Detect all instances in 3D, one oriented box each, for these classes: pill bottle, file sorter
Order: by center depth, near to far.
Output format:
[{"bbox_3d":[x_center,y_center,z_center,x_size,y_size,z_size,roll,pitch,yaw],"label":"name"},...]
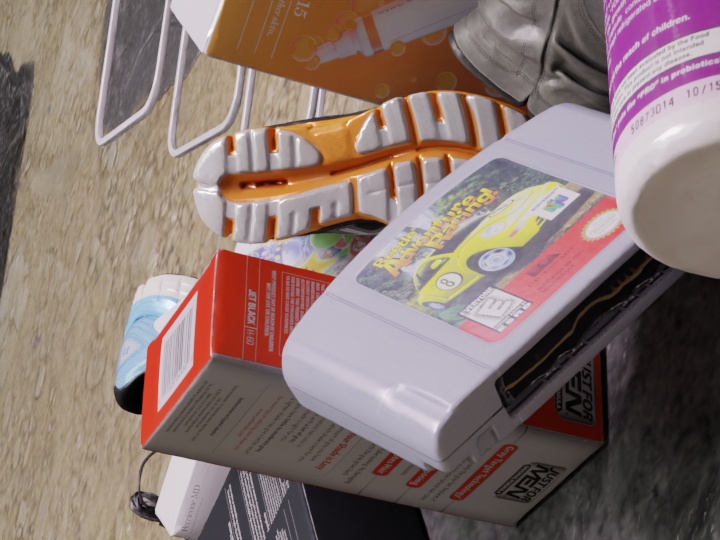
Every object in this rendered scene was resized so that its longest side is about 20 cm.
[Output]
[{"bbox_3d":[0.156,-0.105,1.006,0.112,0.112,0.200,129,149,-49],"label":"pill bottle"},{"bbox_3d":[-0.044,-0.125,1.453,0.139,0.199,0.125,158,119,-67],"label":"file sorter"}]

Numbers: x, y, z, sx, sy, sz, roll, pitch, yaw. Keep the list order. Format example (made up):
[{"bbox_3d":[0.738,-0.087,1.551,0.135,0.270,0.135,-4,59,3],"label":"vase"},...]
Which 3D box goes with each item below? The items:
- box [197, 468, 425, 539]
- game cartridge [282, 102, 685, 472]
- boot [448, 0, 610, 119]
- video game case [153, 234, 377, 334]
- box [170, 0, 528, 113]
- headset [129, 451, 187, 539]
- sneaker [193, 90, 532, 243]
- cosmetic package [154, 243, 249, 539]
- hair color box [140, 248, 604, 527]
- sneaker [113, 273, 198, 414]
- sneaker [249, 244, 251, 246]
[{"bbox_3d":[-0.028,0.176,1.371,0.141,0.079,0.200,-62,23,24],"label":"box"},{"bbox_3d":[0.064,0.001,1.085,0.200,0.041,0.133,-41,32,-21],"label":"game cartridge"},{"bbox_3d":[0.074,-0.152,1.187,0.068,0.200,0.131,-32,-17,-49],"label":"boot"},{"bbox_3d":[-0.003,0.004,1.290,0.200,0.018,0.143,-39,40,-4],"label":"video game case"},{"bbox_3d":[0.018,-0.156,1.290,0.098,0.199,0.125,-126,53,-64],"label":"box"},{"bbox_3d":[-0.094,0.083,1.668,0.200,0.094,0.123,-61,15,-3],"label":"headset"},{"bbox_3d":[0.017,-0.053,1.262,0.077,0.199,0.079,-14,-77,-73],"label":"sneaker"},{"bbox_3d":[-0.058,0.073,1.520,0.051,0.082,0.201,-137,62,-69],"label":"cosmetic package"},{"bbox_3d":[0.006,0.059,1.173,0.102,0.199,0.061,130,148,-51],"label":"hair color box"},{"bbox_3d":[-0.051,0.063,1.360,0.200,0.078,0.090,4,56,33],"label":"sneaker"},{"bbox_3d":[0.000,0.000,1.359,0.200,0.115,0.076,150,131,-64],"label":"sneaker"}]
